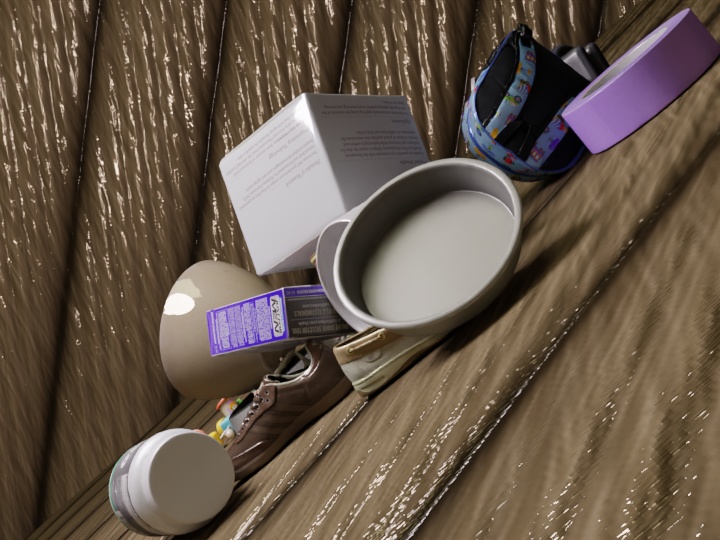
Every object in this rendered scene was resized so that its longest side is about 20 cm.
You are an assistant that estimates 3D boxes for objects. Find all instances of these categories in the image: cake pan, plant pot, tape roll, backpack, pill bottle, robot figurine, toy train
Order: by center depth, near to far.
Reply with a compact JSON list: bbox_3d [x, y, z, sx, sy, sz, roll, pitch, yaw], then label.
[{"bbox_3d":[0.069,-0.020,1.104,0.199,0.037,0.201,-18,47,21],"label":"cake pan"},{"bbox_3d":[-0.211,0.238,1.271,0.113,0.113,0.200,-43,5,-26],"label":"pill bottle"},{"bbox_3d":[0.347,-0.234,1.412,0.200,0.066,0.200,-42,3,3],"label":"tape roll"},{"bbox_3d":[0.221,-0.201,1.539,0.201,0.182,0.135,-58,5,-36],"label":"backpack"},{"bbox_3d":[-0.168,0.090,1.611,0.134,0.202,0.200,5,32,30],"label":"plant pot"},{"bbox_3d":[-0.114,0.169,1.636,0.200,0.037,0.200,-41,4,4],"label":"cake pan"},{"bbox_3d":[-0.240,0.255,1.769,0.200,0.056,0.150,-43,5,-16],"label":"toy train"},{"bbox_3d":[0.313,-0.287,1.845,0.200,0.149,0.126,-37,41,44],"label":"robot figurine"}]

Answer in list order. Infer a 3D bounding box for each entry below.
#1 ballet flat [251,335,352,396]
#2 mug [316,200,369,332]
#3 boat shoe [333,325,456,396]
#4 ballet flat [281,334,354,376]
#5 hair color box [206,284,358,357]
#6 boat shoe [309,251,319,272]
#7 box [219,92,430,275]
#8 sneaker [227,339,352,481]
[{"bbox_3d":[-0.059,0.119,1.465,0.200,0.064,0.076,-43,4,-26],"label":"ballet flat"},{"bbox_3d":[0.070,-0.038,1.272,0.175,0.148,0.200,-32,-14,-37],"label":"mug"},{"bbox_3d":[0.057,0.044,1.148,0.200,0.066,0.074,-41,4,7],"label":"boat shoe"},{"bbox_3d":[-0.018,0.093,1.389,0.200,0.057,0.066,-42,5,-6],"label":"ballet flat"},{"bbox_3d":[-0.094,0.061,1.379,0.109,0.065,0.199,-3,-6,-35],"label":"hair color box"},{"bbox_3d":[0.000,0.000,1.407,0.072,0.068,0.200,-34,-17,11],"label":"boat shoe"},{"bbox_3d":[-0.037,-0.114,1.506,0.198,0.172,0.200,-8,-18,-46],"label":"box"},{"bbox_3d":[-0.100,0.160,1.314,0.200,0.076,0.070,-40,4,7],"label":"sneaker"}]
